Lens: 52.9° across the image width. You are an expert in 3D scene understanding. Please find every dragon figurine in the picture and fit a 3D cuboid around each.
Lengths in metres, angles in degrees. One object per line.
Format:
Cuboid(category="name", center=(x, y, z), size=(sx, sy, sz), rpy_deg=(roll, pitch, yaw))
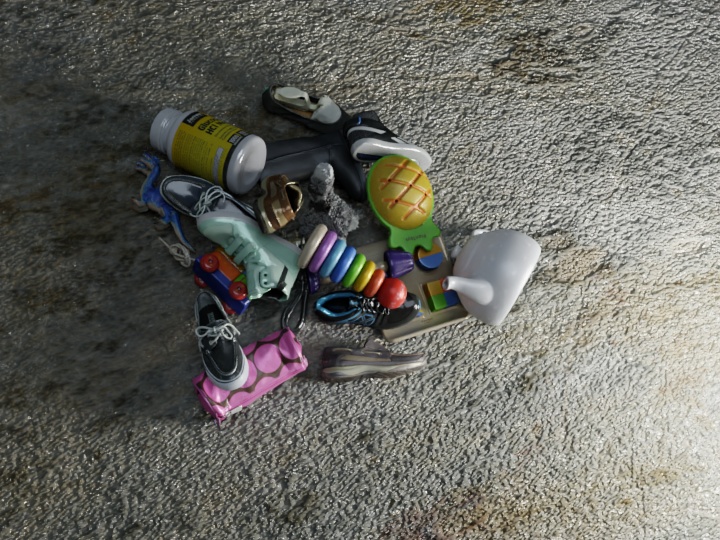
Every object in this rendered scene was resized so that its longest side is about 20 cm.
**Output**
Cuboid(category="dragon figurine", center=(-0.354, -0.129, 1.333), size=(0.200, 0.059, 0.100), rpy_deg=(40, 68, 3))

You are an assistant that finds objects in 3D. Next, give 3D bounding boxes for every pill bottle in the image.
Cuboid(category="pill bottle", center=(-0.284, -0.227, 1.338), size=(0.199, 0.113, 0.113), rpy_deg=(24, 67, 14))

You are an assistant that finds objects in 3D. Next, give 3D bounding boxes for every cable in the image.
Cuboid(category="cable", center=(-0.109, 0.023, 1.364), size=(0.096, 0.050, 0.202), rpy_deg=(8, 82, -29))

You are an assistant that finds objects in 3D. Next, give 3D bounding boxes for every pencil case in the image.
Cuboid(category="pencil case", center=(-0.186, 0.182, 1.257), size=(0.199, 0.091, 0.094), rpy_deg=(-31, 46, -19))

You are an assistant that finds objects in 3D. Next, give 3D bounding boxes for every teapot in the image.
Cuboid(category="teapot", center=(0.241, -0.005, 1.376), size=(0.145, 0.200, 0.198), rpy_deg=(30, 79, 9))

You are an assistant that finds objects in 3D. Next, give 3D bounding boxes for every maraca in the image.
Cuboid(category="maraca", center=(0.084, -0.127, 1.393), size=(0.136, 0.107, 0.202), rpy_deg=(-15, 83, -19))

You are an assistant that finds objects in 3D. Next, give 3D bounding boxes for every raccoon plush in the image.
Cuboid(category="raccoon plush", center=(-0.036, -0.128, 1.336), size=(0.096, 0.201, 0.134), rpy_deg=(29, 43, 9))

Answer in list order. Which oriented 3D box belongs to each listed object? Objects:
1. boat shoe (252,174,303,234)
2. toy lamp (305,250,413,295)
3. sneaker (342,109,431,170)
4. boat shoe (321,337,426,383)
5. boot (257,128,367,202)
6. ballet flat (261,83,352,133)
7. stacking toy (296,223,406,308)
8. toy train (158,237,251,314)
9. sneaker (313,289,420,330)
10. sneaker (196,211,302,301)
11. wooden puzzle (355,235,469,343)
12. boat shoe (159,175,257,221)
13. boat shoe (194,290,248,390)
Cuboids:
Cuboid(category="boat shoe", center=(-0.135, -0.124, 1.283), size=(0.073, 0.200, 0.076), rpy_deg=(-19, 115, 10))
Cuboid(category="toy lamp", center=(0.000, 0.000, 1.333), size=(0.198, 0.058, 0.059), rpy_deg=(-9, 74, -11))
Cuboid(category="sneaker", center=(0.055, -0.266, 1.450), size=(0.199, 0.073, 0.113), rpy_deg=(8, 53, -39))
Cuboid(category="boat shoe", center=(0.025, 0.158, 1.322), size=(0.198, 0.075, 0.074), rpy_deg=(-3, 73, -16))
Cuboid(category="boot", center=(-0.102, -0.187, 1.408), size=(0.198, 0.066, 0.166), rpy_deg=(-14, 68, -20))
Cuboid(category="ballet flat", center=(-0.101, -0.325, 1.453), size=(0.198, 0.068, 0.069), rpy_deg=(14, 68, -9))
Cuboid(category="stacking toy", center=(-0.008, 0.003, 1.265), size=(0.199, 0.085, 0.086), rpy_deg=(31, 68, -2))
Cuboid(category="toy train", center=(-0.254, -0.026, 1.315), size=(0.200, 0.085, 0.116), rpy_deg=(43, 58, 2))
Cuboid(category="sneaker", center=(0.011, 0.071, 1.319), size=(0.198, 0.082, 0.074), rpy_deg=(-4, 79, 2))
Cuboid(category="sneaker", center=(-0.197, -0.020, 1.246), size=(0.199, 0.074, 0.119), rpy_deg=(25, 51, -19))
Cuboid(category="wooden puzzle", center=(0.104, 0.021, 1.400), size=(0.184, 0.046, 0.202), rpy_deg=(-16, 76, -17))
Cuboid(category="boat shoe", center=(-0.263, -0.113, 1.297), size=(0.199, 0.062, 0.075), rpy_deg=(29, 89, -16))
Cuboid(category="boat shoe", center=(-0.241, 0.113, 1.226), size=(0.073, 0.068, 0.200), rpy_deg=(-16, 46, -6))
